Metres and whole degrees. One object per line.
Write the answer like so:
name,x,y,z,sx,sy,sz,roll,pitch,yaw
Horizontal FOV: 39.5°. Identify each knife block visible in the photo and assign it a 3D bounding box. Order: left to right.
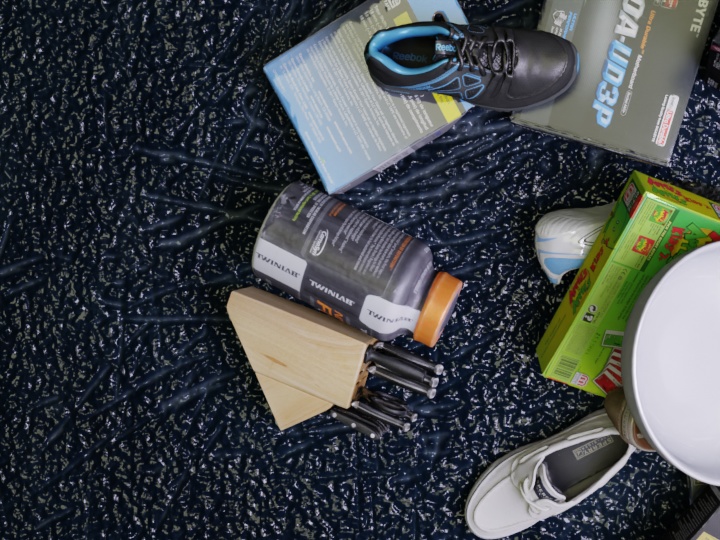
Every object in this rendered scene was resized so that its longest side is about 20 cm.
knife block,-0.021,0.080,1.021,0.173,0.064,0.203,-26,87,13

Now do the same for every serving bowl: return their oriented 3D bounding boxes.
serving bowl,0.302,0.076,0.855,0.196,0.066,0.205,0,89,-17

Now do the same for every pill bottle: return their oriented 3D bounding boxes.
pill bottle,0.000,0.000,0.989,0.197,0.106,0.108,26,99,10

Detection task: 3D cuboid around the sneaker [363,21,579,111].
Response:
sneaker,0.099,-0.186,0.906,0.196,0.082,0.075,1,90,9

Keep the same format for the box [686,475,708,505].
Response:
box,0.416,0.243,0.943,0.196,0.038,0.140,-7,92,13

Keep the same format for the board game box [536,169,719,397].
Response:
board game box,0.250,0.021,0.916,0.100,0.048,0.203,18,118,-10

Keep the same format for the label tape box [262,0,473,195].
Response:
label tape box,0.024,-0.186,0.993,0.198,0.063,0.146,-29,87,10

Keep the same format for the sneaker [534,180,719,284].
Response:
sneaker,0.264,-0.035,0.953,0.196,0.072,0.074,-11,119,9

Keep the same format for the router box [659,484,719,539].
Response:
router box,0.371,0.285,0.897,0.199,0.052,0.158,39,100,0

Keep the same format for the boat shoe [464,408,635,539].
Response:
boat shoe,0.183,0.206,0.977,0.198,0.066,0.073,-31,87,17

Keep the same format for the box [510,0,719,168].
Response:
box,0.244,-0.216,0.950,0.156,0.046,0.204,18,97,11

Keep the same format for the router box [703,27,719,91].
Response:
router box,0.357,-0.226,0.843,0.062,0.200,0.151,33,99,13

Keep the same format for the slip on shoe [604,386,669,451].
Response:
slip on shoe,0.319,0.136,0.931,0.196,0.061,0.078,1,99,-17
